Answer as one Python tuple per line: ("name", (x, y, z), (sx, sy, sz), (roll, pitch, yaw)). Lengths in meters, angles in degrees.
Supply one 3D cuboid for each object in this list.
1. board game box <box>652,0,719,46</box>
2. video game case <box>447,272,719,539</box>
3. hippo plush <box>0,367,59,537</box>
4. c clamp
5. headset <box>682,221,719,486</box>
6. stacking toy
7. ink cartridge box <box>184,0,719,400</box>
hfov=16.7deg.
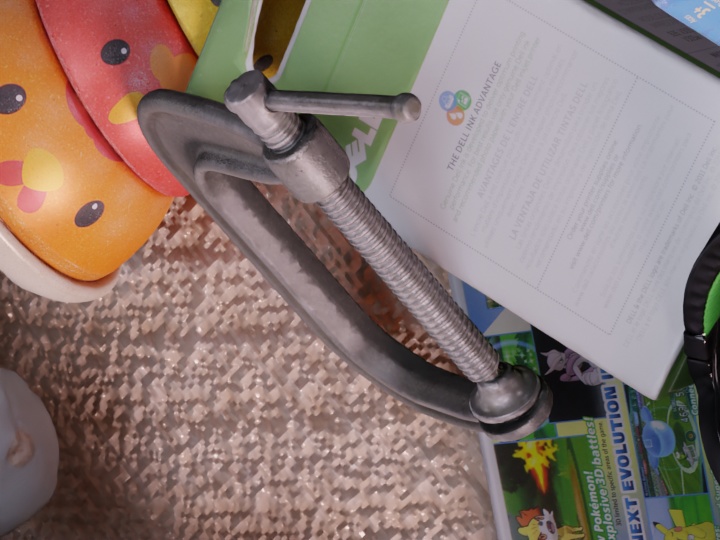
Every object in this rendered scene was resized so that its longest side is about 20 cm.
("board game box", (0.113, -0.109, 0.691), (0.037, 0.200, 0.152), (-38, 58, 23))
("video game case", (0.117, 0.020, 0.842), (0.182, 0.022, 0.201), (-8, 96, 31))
("hippo plush", (-0.195, 0.034, 0.917), (0.161, 0.199, 0.160), (55, 142, 29))
("c clamp", (0.000, 0.000, 0.809), (0.171, 0.200, 0.027), (18, 65, 45))
("headset", (0.160, 0.061, 0.738), (0.123, 0.094, 0.201), (7, 133, 33))
("stacking toy", (-0.063, -0.093, 0.883), (0.200, 0.146, 0.147), (-29, 84, 15))
("ink cartridge box", (0.049, -0.055, 0.818), (0.200, 0.059, 0.104), (32, 113, 20))
